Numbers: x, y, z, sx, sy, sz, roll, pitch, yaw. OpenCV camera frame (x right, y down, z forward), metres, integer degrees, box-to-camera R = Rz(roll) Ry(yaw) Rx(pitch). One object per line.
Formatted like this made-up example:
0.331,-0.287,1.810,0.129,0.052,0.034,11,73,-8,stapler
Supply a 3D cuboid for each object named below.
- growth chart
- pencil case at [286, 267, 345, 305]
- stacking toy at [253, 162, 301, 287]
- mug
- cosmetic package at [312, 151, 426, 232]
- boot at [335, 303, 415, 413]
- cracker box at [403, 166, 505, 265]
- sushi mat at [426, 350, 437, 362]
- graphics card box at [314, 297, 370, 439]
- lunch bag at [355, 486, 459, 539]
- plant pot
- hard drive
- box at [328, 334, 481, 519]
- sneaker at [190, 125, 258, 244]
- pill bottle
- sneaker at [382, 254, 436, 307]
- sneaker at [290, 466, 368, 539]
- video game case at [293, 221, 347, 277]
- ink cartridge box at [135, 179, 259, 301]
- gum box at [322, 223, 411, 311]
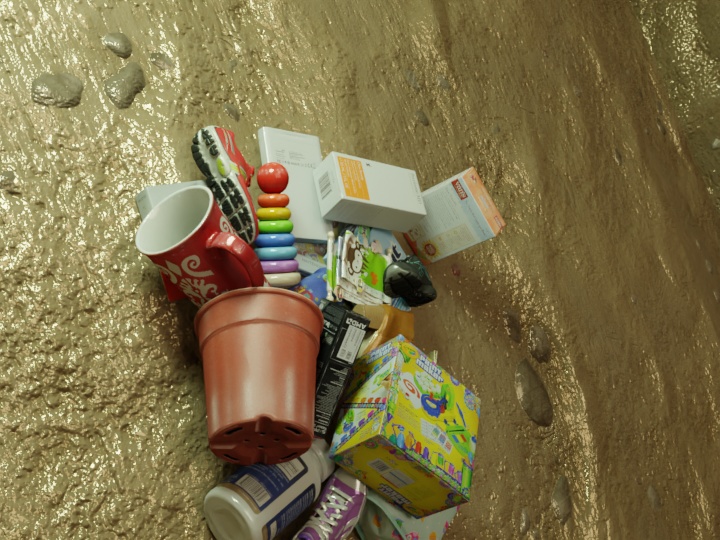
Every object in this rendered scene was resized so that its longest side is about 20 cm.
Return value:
0.000,0.000,1.442,0.199,0.018,0.147,16,66,-51,growth chart
-0.108,0.067,1.371,0.078,0.087,0.199,43,41,13,pencil case
-0.145,-0.077,1.343,0.085,0.085,0.204,-7,95,-45,stacking toy
-0.217,0.002,1.207,0.133,0.178,0.201,-36,130,-5,mug
0.018,-0.140,1.488,0.198,0.071,0.103,7,59,-38,cosmetic package
0.028,0.161,1.433,0.143,0.070,0.204,16,91,-41,boot
0.174,-0.104,1.623,0.058,0.199,0.135,-40,102,-45,cracker box
0.114,0.255,1.502,0.012,0.096,0.203,14,62,-13,sushi mat
-0.061,0.152,1.289,0.050,0.125,0.203,21,88,-22,graphics card box
0.061,0.381,1.382,0.201,0.121,0.171,58,45,-18,lunch bag
-0.145,0.163,1.180,0.199,0.200,0.198,24,45,-35,plant pot
-0.114,-0.150,1.456,0.131,0.027,0.203,3,72,-44,hard drive
0.078,0.250,1.294,0.199,0.121,0.194,40,42,-22,box
-0.198,-0.142,1.312,0.084,0.076,0.203,-16,85,-51,sneaker
-0.130,0.327,1.223,0.199,0.110,0.112,-31,96,-46,pill bottle
0.081,0.011,1.491,0.200,0.074,0.080,38,35,-66,sneaker
-0.051,0.382,1.227,0.072,0.114,0.202,24,76,15,sneaker
-0.073,-0.078,1.502,0.181,0.023,0.203,23,59,-37,video game case
-0.247,-0.056,1.312,0.198,0.043,0.176,-14,83,-46,ink cartridge box
0.028,0.003,1.528,0.201,0.044,0.171,57,40,-22,gum box
